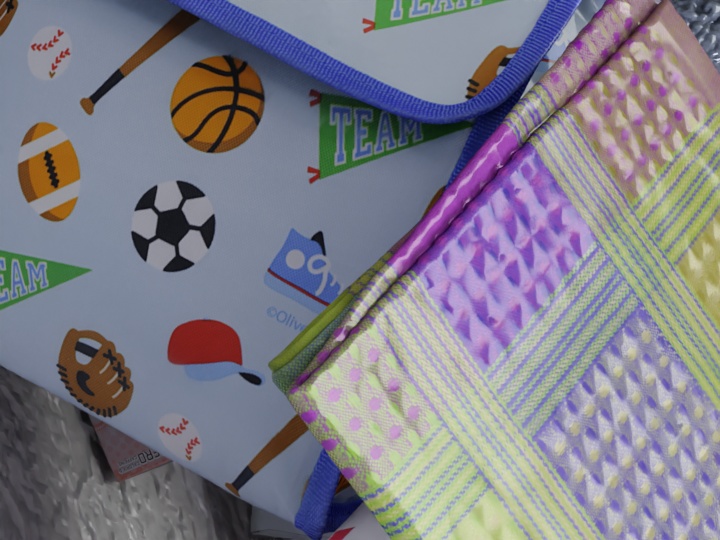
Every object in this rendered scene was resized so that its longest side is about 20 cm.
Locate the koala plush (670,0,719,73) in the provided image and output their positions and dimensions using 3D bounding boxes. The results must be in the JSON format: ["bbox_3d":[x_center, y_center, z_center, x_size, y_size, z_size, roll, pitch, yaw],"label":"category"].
[{"bbox_3d":[0.016,-0.100,0.894,0.200,0.184,0.177,50,26,14],"label":"koala plush"}]

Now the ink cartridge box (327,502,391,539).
[{"bbox_3d":[0.047,0.160,0.599,0.145,0.084,0.201,-41,123,-44],"label":"ink cartridge box"}]

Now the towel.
[{"bbox_3d":[0.068,0.026,0.556,0.144,0.023,0.200,54,46,-12],"label":"towel"}]

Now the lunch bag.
[{"bbox_3d":[-0.025,-0.049,0.641,0.169,0.201,0.124,28,6,18],"label":"lunch bag"}]

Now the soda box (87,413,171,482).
[{"bbox_3d":[0.000,0.000,0.739,0.069,0.199,0.064,66,18,2],"label":"soda box"}]

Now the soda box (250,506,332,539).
[{"bbox_3d":[0.034,0.061,0.872,0.200,0.063,0.069,-5,98,-64],"label":"soda box"}]
